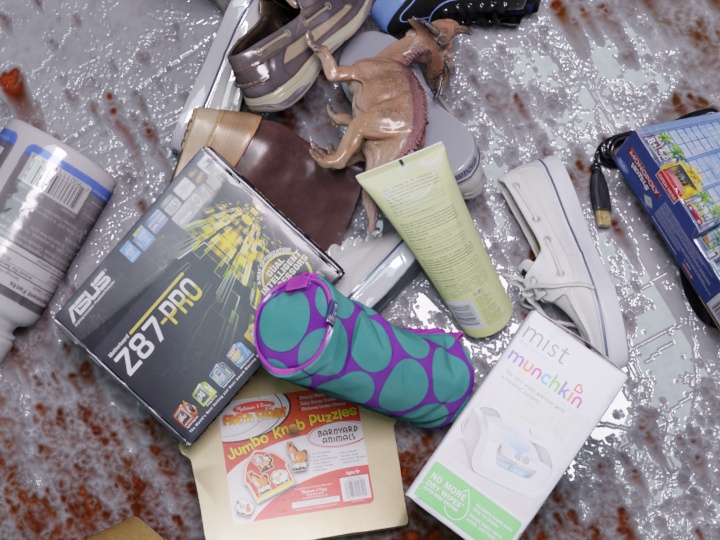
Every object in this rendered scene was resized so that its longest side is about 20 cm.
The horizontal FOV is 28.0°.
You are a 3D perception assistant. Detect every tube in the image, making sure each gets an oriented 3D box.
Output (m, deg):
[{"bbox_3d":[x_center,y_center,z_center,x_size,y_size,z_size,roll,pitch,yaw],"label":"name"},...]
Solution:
[{"bbox_3d":[0.072,-0.025,1.220,0.052,0.200,0.058,23,65,46],"label":"tube"}]

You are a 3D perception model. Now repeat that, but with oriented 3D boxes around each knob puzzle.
[{"bbox_3d":[-0.062,0.142,1.275,0.217,0.030,0.222,2,69,-4],"label":"knob puzzle"}]

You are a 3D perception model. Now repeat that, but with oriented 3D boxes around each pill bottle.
[{"bbox_3d":[-0.313,-0.022,1.283,0.113,0.114,0.201,29,84,8],"label":"pill bottle"}]

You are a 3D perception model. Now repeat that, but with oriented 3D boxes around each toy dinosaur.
[{"bbox_3d":[0.029,-0.139,1.219,0.134,0.086,0.202,-7,67,13],"label":"toy dinosaur"}]

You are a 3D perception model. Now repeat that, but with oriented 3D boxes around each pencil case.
[{"bbox_3d":[0.008,0.068,1.201,0.085,0.199,0.093,3,74,43],"label":"pencil case"}]

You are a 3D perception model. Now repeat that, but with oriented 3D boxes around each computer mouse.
[{"bbox_3d":[0.280,-0.043,1.276,0.139,0.046,0.202,-10,80,1],"label":"computer mouse"}]

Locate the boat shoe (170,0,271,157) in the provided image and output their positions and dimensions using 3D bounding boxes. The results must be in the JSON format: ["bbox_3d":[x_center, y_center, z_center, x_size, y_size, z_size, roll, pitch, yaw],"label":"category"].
[{"bbox_3d":[-0.106,-0.186,1.319,0.065,0.072,0.201,24,84,3],"label":"boat shoe"}]

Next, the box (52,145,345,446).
[{"bbox_3d":[-0.136,0.021,1.226,0.161,0.049,0.200,43,93,2],"label":"box"}]

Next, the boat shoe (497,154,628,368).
[{"bbox_3d":[0.165,0.001,1.260,0.085,0.075,0.204,-17,76,-5],"label":"boat shoe"}]

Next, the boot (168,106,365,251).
[{"bbox_3d":[-0.099,-0.036,1.290,0.165,0.072,0.201,19,106,-11],"label":"boot"}]

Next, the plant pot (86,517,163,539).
[{"bbox_3d":[-0.225,0.309,1.191,0.186,0.187,0.200,43,72,10],"label":"plant pot"}]

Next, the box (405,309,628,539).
[{"bbox_3d":[0.122,0.138,1.179,0.096,0.200,0.177,35,83,8],"label":"box"}]

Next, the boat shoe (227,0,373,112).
[{"bbox_3d":[-0.050,-0.228,1.277,0.074,0.073,0.201,-1,47,39],"label":"boat shoe"}]

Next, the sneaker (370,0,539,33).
[{"bbox_3d":[0.110,-0.253,1.310,0.199,0.070,0.078,-27,73,-5],"label":"sneaker"}]

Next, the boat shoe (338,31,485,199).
[{"bbox_3d":[0.049,-0.136,1.297,0.071,0.070,0.200,-40,55,-1],"label":"boat shoe"}]

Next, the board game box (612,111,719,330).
[{"bbox_3d":[0.354,-0.064,1.235,0.199,0.062,0.201,-26,76,-19],"label":"board game box"}]

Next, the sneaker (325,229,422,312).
[{"bbox_3d":[0.000,0.000,1.272,0.071,0.073,0.200,43,79,11],"label":"sneaker"}]

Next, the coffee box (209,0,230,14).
[{"bbox_3d":[-0.148,-0.317,1.278,0.113,0.200,0.080,44,89,9],"label":"coffee box"}]
